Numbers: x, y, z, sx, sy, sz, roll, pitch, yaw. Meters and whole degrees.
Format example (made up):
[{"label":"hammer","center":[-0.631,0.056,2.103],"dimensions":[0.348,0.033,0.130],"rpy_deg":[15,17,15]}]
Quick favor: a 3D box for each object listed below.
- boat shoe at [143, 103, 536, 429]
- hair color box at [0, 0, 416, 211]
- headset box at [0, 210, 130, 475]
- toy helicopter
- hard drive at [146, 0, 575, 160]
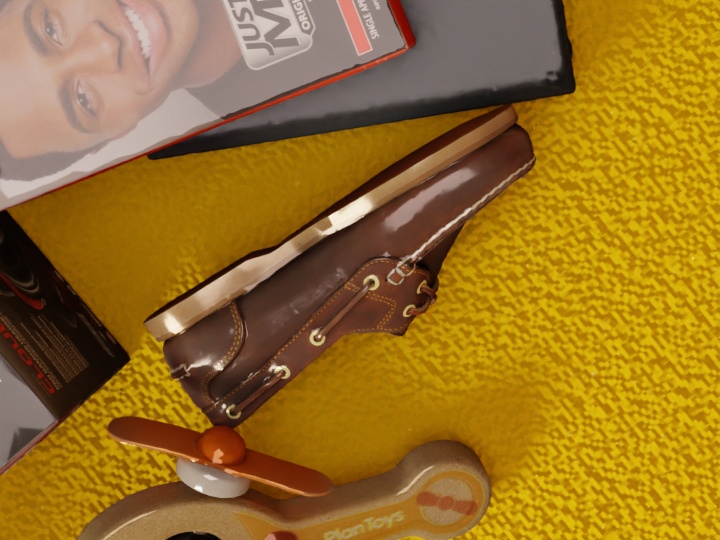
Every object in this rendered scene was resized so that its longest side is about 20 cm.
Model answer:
[{"label":"boat shoe","center":[0.000,0.000,1.219],"dimensions":[0.200,0.070,0.070],"rpy_deg":[-32,92,15]},{"label":"hair color box","center":[-0.086,-0.107,1.183],"dimensions":[0.200,0.061,0.102],"rpy_deg":[-22,95,8]},{"label":"headset box","center":[-0.189,0.020,1.169],"dimensions":[0.075,0.200,0.149],"rpy_deg":[-40,91,8]},{"label":"toy helicopter","center":[-0.037,0.115,1.225],"dimensions":[0.200,0.079,0.132],"rpy_deg":[-17,117,-10]},{"label":"hard drive","center":[-0.010,-0.134,1.221],"dimensions":[0.200,0.033,0.140],"rpy_deg":[-9,95,6]}]
